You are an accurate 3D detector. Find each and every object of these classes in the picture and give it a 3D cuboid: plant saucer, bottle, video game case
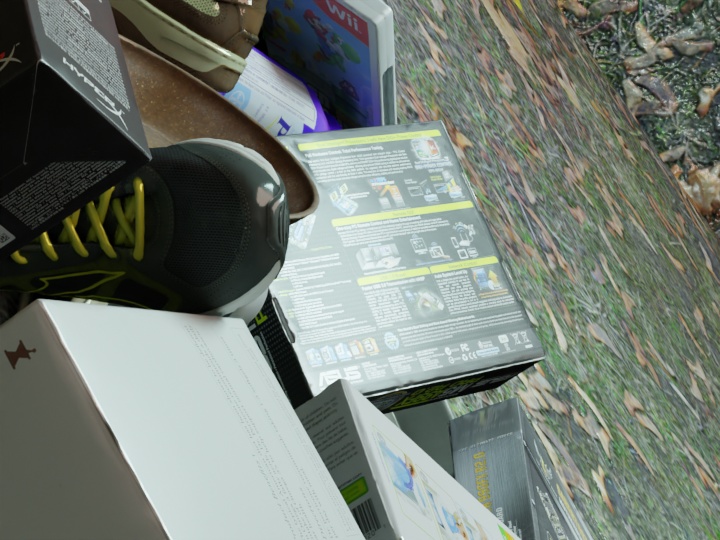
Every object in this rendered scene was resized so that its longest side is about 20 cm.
[{"bbox_3d":[-0.114,-0.067,1.154,0.199,0.037,0.201,28,17,-9],"label":"plant saucer"},{"bbox_3d":[-0.064,-0.082,1.439,0.200,0.083,0.066,31,29,-52],"label":"bottle"},{"bbox_3d":[-0.036,-0.134,1.496,0.143,0.017,0.200,37,-22,21],"label":"video game case"}]

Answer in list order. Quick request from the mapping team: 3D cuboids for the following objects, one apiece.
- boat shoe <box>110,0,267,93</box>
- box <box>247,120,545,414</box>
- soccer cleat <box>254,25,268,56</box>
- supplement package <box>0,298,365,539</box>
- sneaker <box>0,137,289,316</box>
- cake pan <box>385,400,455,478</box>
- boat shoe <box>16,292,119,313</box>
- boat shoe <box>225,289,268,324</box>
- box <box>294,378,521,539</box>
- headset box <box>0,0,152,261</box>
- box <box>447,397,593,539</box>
[{"bbox_3d":[-0.140,-0.173,1.288,0.201,0.075,0.075,29,4,-10],"label":"boat shoe"},{"bbox_3d":[0.000,0.000,1.382,0.199,0.044,0.161,-10,70,-47],"label":"box"},{"bbox_3d":[-0.081,-0.121,1.489,0.200,0.081,0.068,41,18,-50],"label":"soccer cleat"},{"bbox_3d":[-0.098,0.092,0.930,0.117,0.117,0.200,61,14,12],"label":"supplement package"},{"bbox_3d":[-0.120,-0.015,1.008,0.084,0.199,0.075,-6,94,-55],"label":"sneaker"},{"bbox_3d":[-0.003,0.062,1.462,0.201,0.037,0.201,52,15,-20],"label":"cake pan"},{"bbox_3d":[-0.127,0.001,1.131,0.063,0.071,0.201,46,22,-28],"label":"boat shoe"},{"bbox_3d":[-0.114,-0.054,1.290,0.070,0.071,0.201,15,42,-50],"label":"boat shoe"},{"bbox_3d":[0.012,0.160,1.159,0.200,0.112,0.102,44,19,-44],"label":"box"},{"bbox_3d":[-0.178,-0.090,0.981,0.077,0.148,0.201,43,21,-46],"label":"headset box"},{"bbox_3d":[0.115,0.200,1.459,0.159,0.048,0.201,-96,160,-52],"label":"box"}]
